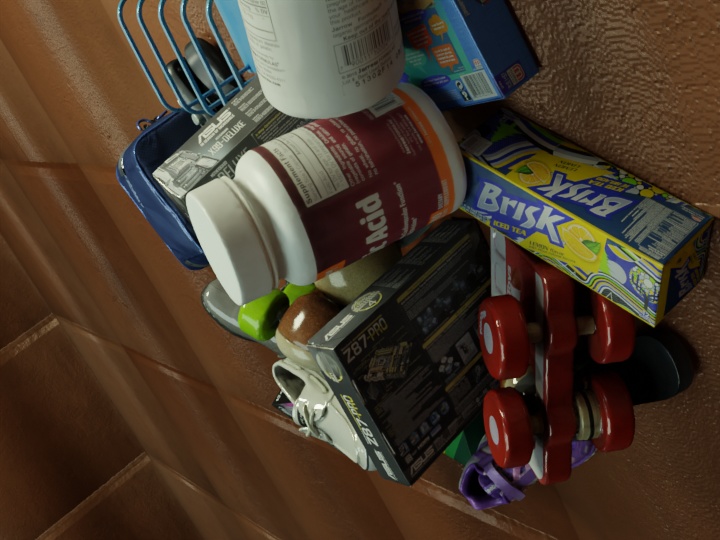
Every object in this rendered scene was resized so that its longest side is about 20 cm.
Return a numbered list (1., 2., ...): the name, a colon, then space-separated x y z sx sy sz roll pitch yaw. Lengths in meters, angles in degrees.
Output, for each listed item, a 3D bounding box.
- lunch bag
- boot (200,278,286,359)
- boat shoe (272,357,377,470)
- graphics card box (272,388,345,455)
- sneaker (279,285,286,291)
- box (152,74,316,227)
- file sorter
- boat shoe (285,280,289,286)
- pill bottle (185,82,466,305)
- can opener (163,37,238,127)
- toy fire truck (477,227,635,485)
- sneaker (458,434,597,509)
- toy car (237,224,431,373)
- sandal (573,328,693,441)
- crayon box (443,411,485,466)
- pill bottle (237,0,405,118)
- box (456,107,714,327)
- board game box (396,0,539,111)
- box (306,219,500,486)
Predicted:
1. lunch bag: -0.205 -0.105 1.296 0.200 0.136 0.132 56 155 -6
2. boot: -0.096 0.058 1.273 0.199 0.070 0.132 31 161 -3
3. boat shoe: -0.036 0.139 1.070 0.200 0.065 0.072 -129 32 -53
4. graphics card box: -0.012 0.168 1.251 0.125 0.051 0.200 36 159 -17
5. sneaker: -0.039 0.103 1.389 0.200 0.078 0.089 57 168 4
6. box: -0.063 -0.096 0.935 0.050 0.200 0.158 39 170 37
7. file sorter: -0.121 -0.223 1.002 0.200 0.123 0.139 17 138 53
8. boat shoe: -0.063 0.009 1.282 0.065 0.073 0.201 8 132 50
9. pill bottle: -0.027 -0.058 0.838 0.114 0.199 0.114 55 163 26
10. can opener: -0.148 -0.164 1.204 0.200 0.063 0.079 55 155 -6
11. toy fire truck: 0.148 0.067 0.902 0.168 0.111 0.201 -114 18 -65
12. sneaker: 0.165 0.193 1.087 0.081 0.088 0.200 51 142 8
13. toy car: 0.000 0.000 1.064 0.164 0.158 0.201 25 103 20
14. sandal: 0.209 0.101 0.933 0.076 0.043 0.200 61 151 13
15. crayon box: 0.062 0.117 1.227 0.200 0.058 0.173 25 144 45
16. pill bottle: -0.036 -0.219 0.754 0.114 0.114 0.201 32 148 38
17. box: 0.164 -0.045 0.815 0.200 0.064 0.070 36 151 33
18. board game box: 0.035 -0.219 0.822 0.201 0.045 0.152 59 156 -17
19. box: 0.063 0.073 0.988 0.049 0.200 0.162 6 131 51
